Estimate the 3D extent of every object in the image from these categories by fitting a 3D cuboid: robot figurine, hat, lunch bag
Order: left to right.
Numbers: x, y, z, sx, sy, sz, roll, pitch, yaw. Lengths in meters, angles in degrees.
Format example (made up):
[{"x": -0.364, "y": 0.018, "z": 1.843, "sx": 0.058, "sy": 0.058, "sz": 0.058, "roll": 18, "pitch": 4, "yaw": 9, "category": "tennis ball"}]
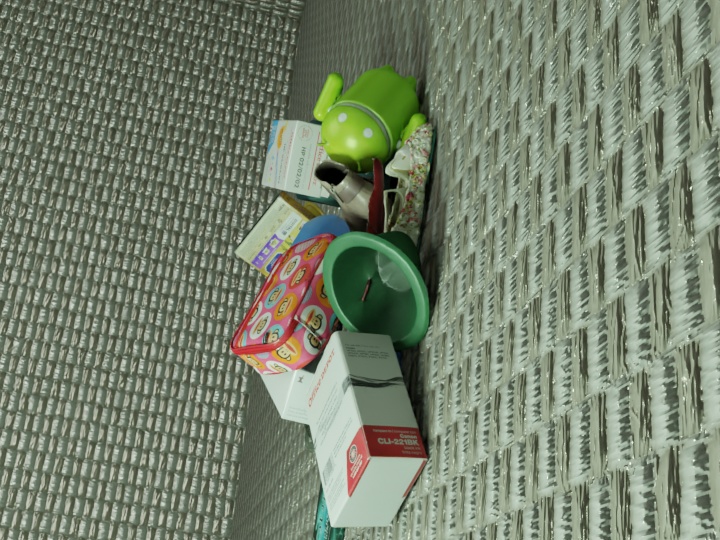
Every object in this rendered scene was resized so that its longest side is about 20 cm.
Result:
[{"x": -0.097, "y": 0.050, "z": 1.379, "sx": 0.175, "sy": 0.082, "sz": 0.202, "roll": -15, "pitch": 41, "yaw": 52, "category": "lunch bag"}, {"x": 0.016, "y": -0.229, "z": 1.481, "sx": 0.201, "sy": 0.174, "sz": 0.116, "roll": -52, "pitch": -15, "yaw": -36, "category": "robot figurine"}, {"x": 0.057, "y": -0.021, "z": 1.308, "sx": 0.176, "sy": 0.163, "sz": 0.203, "roll": -42, "pitch": -50, "yaw": -46, "category": "hat"}]

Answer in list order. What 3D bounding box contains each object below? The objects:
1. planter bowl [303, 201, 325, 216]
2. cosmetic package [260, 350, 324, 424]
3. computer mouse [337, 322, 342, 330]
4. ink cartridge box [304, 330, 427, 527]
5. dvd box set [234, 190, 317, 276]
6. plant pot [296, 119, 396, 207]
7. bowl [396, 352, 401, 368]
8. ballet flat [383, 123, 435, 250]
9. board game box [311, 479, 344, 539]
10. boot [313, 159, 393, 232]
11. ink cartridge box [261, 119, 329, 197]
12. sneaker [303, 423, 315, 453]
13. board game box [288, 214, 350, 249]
[{"x": -0.090, "y": -0.017, "z": 1.772, "sx": 0.201, "sy": 0.083, "sz": 0.202, "roll": 55, "pitch": 161, "yaw": 29, "category": "planter bowl"}, {"x": -0.078, "y": 0.157, "z": 1.442, "sx": 0.200, "sy": 0.111, "sz": 0.082, "roll": -130, "pitch": 58, "yaw": -69, "category": "cosmetic package"}, {"x": -0.060, "y": 0.110, "z": 1.649, "sx": 0.110, "sy": 0.044, "sz": 0.200, "roll": -49, "pitch": -3, "yaw": 40, "category": "computer mouse"}, {"x": 0.001, "y": 0.198, "z": 1.227, "sx": 0.202, "sy": 0.082, "sz": 0.145, "roll": -108, "pitch": 32, "yaw": -43, "category": "ink cartridge box"}, {"x": -0.099, "y": -0.025, "z": 1.675, "sx": 0.147, "sy": 0.199, "sz": 0.030, "roll": -47, "pitch": 13, "yaw": 29, "category": "dvd box set"}, {"x": -0.015, "y": -0.172, "z": 1.649, "sx": 0.200, "sy": 0.139, "sz": 0.144, "roll": -148, "pitch": 69, "yaw": -74, "category": "plant pot"}, {"x": 0.018, "y": 0.170, "z": 1.406, "sx": 0.200, "sy": 0.039, "sz": 0.204, "roll": -170, "pitch": 90, "yaw": -79, "category": "bowl"}, {"x": 0.063, "y": -0.117, "z": 1.368, "sx": 0.076, "sy": 0.063, "sz": 0.204, "roll": 154, "pitch": 126, "yaw": -71, "category": "ballet flat"}, {"x": -0.047, "y": 0.387, "z": 1.577, "sx": 0.135, "sy": 0.028, "sz": 0.204, "roll": 158, "pitch": 122, "yaw": -77, "category": "board game box"}, {"x": -0.015, "y": -0.113, "z": 1.467, "sx": 0.071, "sy": 0.146, "sz": 0.199, "roll": -58, "pitch": 31, "yaw": -11, "category": "boot"}, {"x": -0.101, "y": -0.187, "z": 1.605, "sx": 0.200, "sy": 0.067, "sz": 0.117, "roll": -158, "pitch": 78, "yaw": -68, "category": "ink cartridge box"}, {"x": -0.071, "y": 0.231, "z": 1.735, "sx": 0.200, "sy": 0.075, "sz": 0.116, "roll": -114, "pitch": 37, "yaw": -67, "category": "sneaker"}, {"x": -0.072, "y": 0.012, "z": 1.500, "sx": 0.157, "sy": 0.039, "sz": 0.202, "roll": 28, "pitch": 85, "yaw": 54, "category": "board game box"}]
